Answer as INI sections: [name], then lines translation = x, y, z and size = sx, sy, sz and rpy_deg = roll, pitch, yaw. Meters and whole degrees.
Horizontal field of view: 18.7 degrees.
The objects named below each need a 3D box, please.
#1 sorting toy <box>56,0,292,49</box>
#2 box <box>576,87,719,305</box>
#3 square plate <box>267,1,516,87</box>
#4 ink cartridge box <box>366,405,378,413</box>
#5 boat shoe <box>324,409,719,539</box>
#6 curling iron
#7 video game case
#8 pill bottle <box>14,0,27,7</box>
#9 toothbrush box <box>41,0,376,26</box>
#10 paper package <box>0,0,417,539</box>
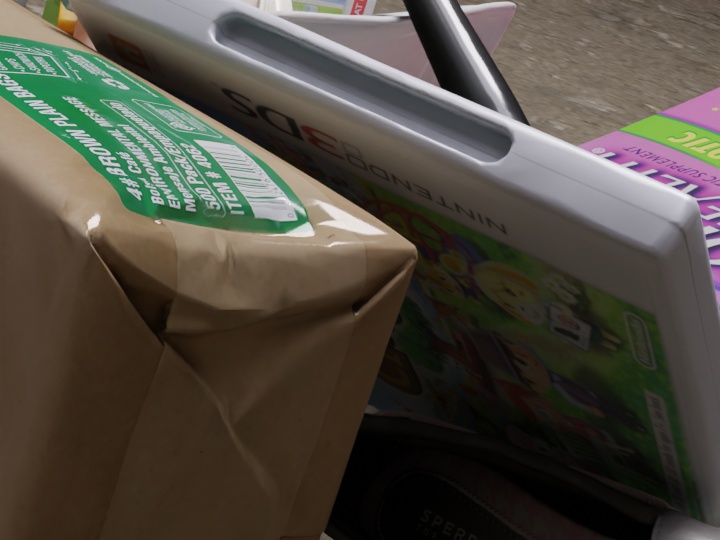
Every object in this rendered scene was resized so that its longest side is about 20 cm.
[sorting toy]
translation = -0.084, -0.110, 0.918
size = 0.107, 0.180, 0.200
rpy_deg = 1, -25, -3
[box]
translation = 0.153, 0.013, 0.760
size = 0.200, 0.097, 0.176
rpy_deg = -23, 30, -26
[square plate]
translation = -0.040, -0.012, 0.759
size = 0.028, 0.198, 0.200
rpy_deg = 37, 22, 18
[ink cartridge box]
translation = 0.111, 0.006, 0.919
size = 0.200, 0.160, 0.047
rpy_deg = 7, 46, -34
[boat shoe]
translation = 0.056, 0.087, 0.595
size = 0.200, 0.067, 0.057
rpy_deg = 21, -2, 44
[curling iron]
translation = 0.055, -0.035, 0.684
size = 0.026, 0.050, 0.200
rpy_deg = -4, 53, -36
[video game case]
translation = 0.021, 0.006, 0.610
size = 0.182, 0.022, 0.200
rpy_deg = 26, -20, 27
[pill bottle]
translation = -0.294, -0.198, 1.266
size = 0.200, 0.114, 0.114
rpy_deg = 9, 18, -25
[toothbrush box]
translation = -0.091, -0.131, 1.198
size = 0.086, 0.146, 0.200
rpy_deg = 6, 19, -36
[paper package]
translation = -0.109, 0.032, 0.555
size = 0.103, 0.191, 0.200
rpy_deg = 1, 25, -45
